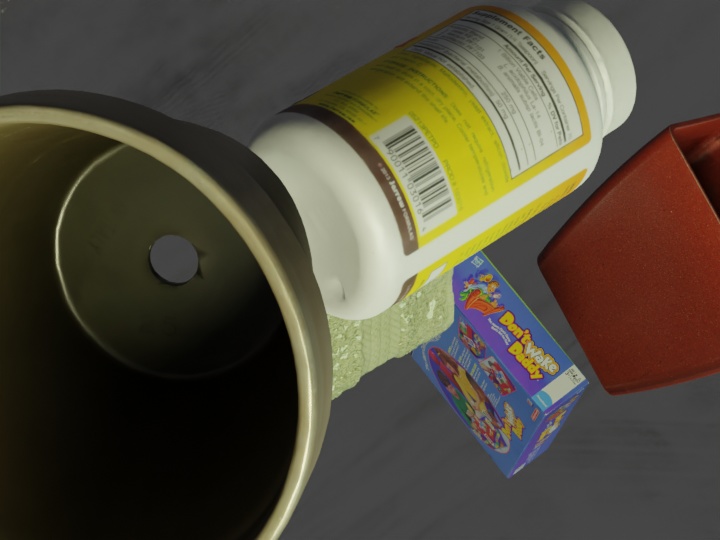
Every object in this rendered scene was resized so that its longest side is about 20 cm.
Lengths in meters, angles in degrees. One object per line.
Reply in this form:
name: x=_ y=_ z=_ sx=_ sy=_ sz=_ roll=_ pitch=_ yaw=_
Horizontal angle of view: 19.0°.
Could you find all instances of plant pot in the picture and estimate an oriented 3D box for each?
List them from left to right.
plant pot: x=-0.095 y=0.016 z=0.837 sx=0.200 sy=0.200 sz=0.174 roll=-44 pitch=-176 yaw=20
plant pot: x=0.270 y=-0.002 z=1.819 sx=0.176 sy=0.201 sz=0.200 roll=-31 pitch=173 yaw=28

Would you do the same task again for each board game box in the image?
board game box: x=0.106 y=0.078 z=1.706 sx=0.045 sy=0.135 sz=0.200 roll=-35 pitch=168 yaw=-15

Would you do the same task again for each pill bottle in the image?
pill bottle: x=0.045 y=-0.065 z=1.078 sx=0.200 sy=0.109 sz=0.109 roll=-31 pitch=166 yaw=-32

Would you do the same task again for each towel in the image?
towel: x=0.000 y=0.000 z=1.236 sx=0.148 sy=0.036 sz=0.201 roll=-32 pitch=148 yaw=-25
